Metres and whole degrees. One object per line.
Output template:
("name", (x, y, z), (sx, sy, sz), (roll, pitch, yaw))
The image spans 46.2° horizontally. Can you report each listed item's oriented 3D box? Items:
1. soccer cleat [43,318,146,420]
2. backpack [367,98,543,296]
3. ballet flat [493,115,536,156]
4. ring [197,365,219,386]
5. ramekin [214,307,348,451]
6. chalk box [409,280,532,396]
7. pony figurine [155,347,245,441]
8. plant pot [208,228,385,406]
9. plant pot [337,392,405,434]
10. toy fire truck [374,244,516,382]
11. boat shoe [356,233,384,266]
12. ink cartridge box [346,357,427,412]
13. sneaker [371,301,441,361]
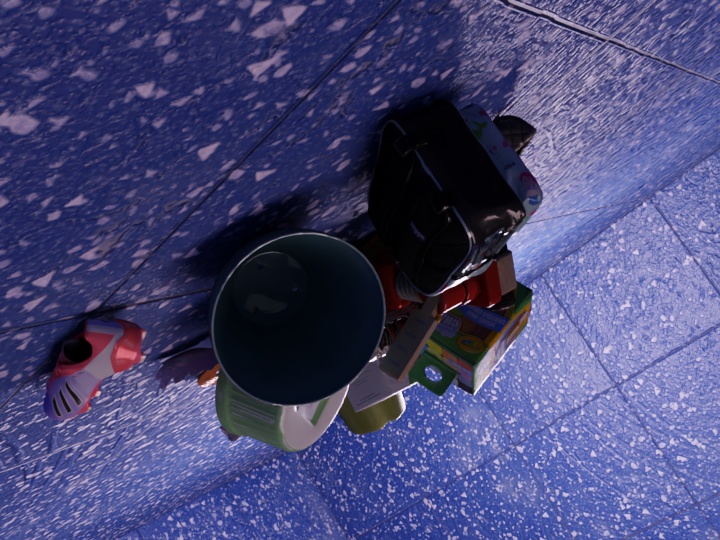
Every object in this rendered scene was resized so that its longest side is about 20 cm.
("soccer cleat", (-0.316, 0.109, 0.947), (0.076, 0.067, 0.200), (23, 137, -37))
("backpack", (0.092, -0.074, 0.937), (0.150, 0.178, 0.200), (-23, 159, -26))
("ballet flat", (0.177, -0.106, 1.114), (0.066, 0.057, 0.200), (-26, 136, -47))
("ring", (-0.194, 0.139, 1.451), (0.200, 0.019, 0.200), (-31, 167, -8))
("ramekin", (-0.092, 0.141, 1.120), (0.200, 0.098, 0.200), (-43, 144, -43))
("chalk box", (0.157, 0.098, 1.300), (0.200, 0.125, 0.124), (-49, 157, -20))
("pony figurine", (-0.168, 0.129, 1.222), (0.193, 0.166, 0.200), (-29, 155, -55))
("plant pot", (-0.089, 0.039, 0.981), (0.200, 0.200, 0.135), (-30, -156, -12))
("plant pot", (-0.001, 0.214, 1.674), (0.200, 0.190, 0.200), (-24, -171, 4))
("toy fire truck", (0.077, 0.035, 1.065), (0.200, 0.129, 0.176), (-25, -158, -37))
("boat shoe", (0.000, 0.000, 1.256), (0.200, 0.070, 0.070), (-28, 163, -20))
("ink cartridge box", (0.012, 0.129, 1.490), (0.087, 0.200, 0.145), (-31, 171, 29))
("sneaker", (0.045, 0.071, 1.148), (0.082, 0.078, 0.200), (2, -161, 31))
